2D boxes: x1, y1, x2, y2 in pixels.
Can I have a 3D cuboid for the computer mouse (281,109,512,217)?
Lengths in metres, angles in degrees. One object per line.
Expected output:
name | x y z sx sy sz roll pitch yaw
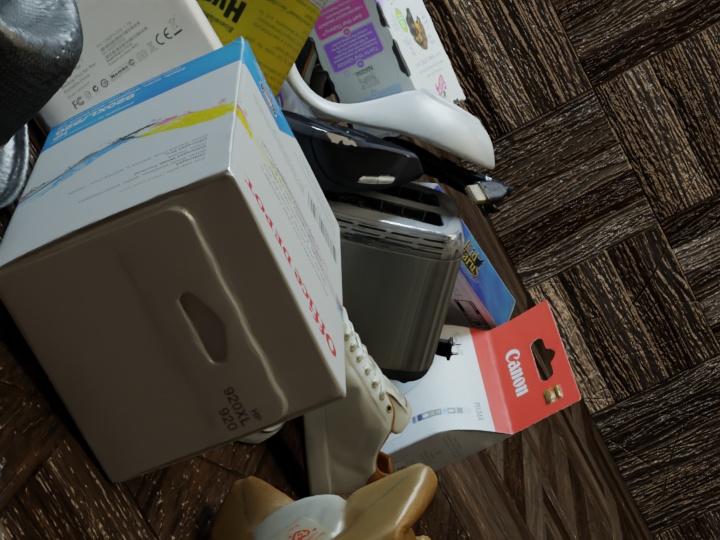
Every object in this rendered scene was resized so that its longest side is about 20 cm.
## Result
computer mouse | 0.023 -0.068 1.012 0.139 0.047 0.199 26 12 32

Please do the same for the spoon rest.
spoon rest | 0.018 -0.128 1.076 0.199 0.061 0.099 31 9 -5

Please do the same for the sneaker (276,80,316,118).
sneaker | -0.079 -0.140 1.122 0.088 0.074 0.202 -46 127 -54

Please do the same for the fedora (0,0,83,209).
fedora | -0.205 -0.132 0.738 0.202 0.091 0.201 59 13 -22

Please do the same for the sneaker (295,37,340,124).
sneaker | -0.068 -0.210 1.215 0.078 0.078 0.203 -28 104 -73

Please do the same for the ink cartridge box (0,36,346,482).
ink cartridge box | -0.101 -0.011 0.793 0.201 0.143 0.148 -94 160 -62

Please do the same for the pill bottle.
pill bottle | -0.099 -0.169 0.998 0.110 0.202 0.111 28 5 -2

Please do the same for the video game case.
video game case | 0.035 -0.016 1.359 0.200 0.179 0.046 52 54 -44

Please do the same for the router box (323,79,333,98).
router box | -0.096 -0.245 1.319 0.052 0.156 0.202 -34 100 -38

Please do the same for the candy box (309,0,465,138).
candy box | 0.009 -0.218 1.213 0.202 0.071 0.168 66 19 -6

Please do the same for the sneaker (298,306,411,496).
sneaker | -0.006 0.074 1.010 0.073 0.083 0.202 -103 -172 -58

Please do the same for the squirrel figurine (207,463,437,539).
squirrel figurine | -0.009 0.239 0.796 0.201 0.140 0.189 -63 137 -58

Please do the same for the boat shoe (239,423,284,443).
boat shoe | -0.074 0.070 0.947 0.073 0.065 0.200 67 12 18

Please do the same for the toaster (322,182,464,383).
toaster | 0.000 0.000 1.071 0.114 0.197 0.131 -91 -164 -62

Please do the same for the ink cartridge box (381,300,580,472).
ink cartridge box | 0.092 0.101 1.276 0.047 0.198 0.161 56 13 -31

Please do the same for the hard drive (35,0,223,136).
hard drive | -0.137 -0.102 0.914 0.026 0.132 0.201 12 -43 59
